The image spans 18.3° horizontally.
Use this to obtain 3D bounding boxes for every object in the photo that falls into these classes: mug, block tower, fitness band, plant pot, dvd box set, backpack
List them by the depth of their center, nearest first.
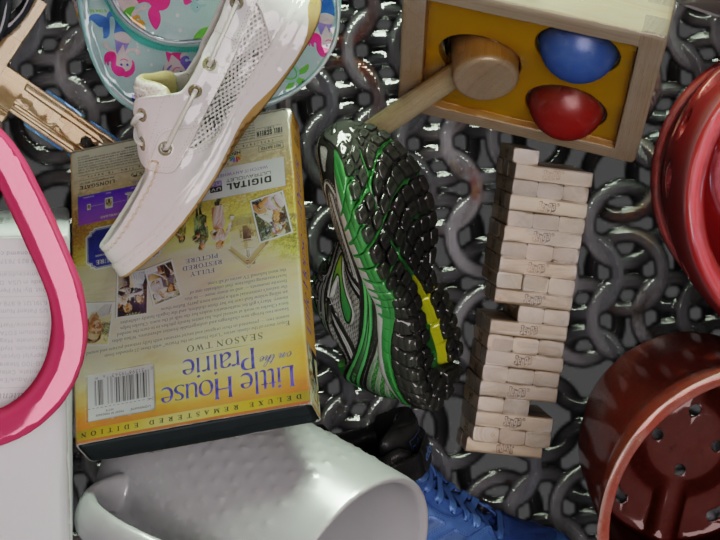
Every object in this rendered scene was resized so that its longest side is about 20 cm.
[{"bbox_3d":[-0.232,0.003,1.222,0.143,0.037,0.201,-25,99,-7],"label":"fitness band"},{"bbox_3d":[-0.101,0.007,1.335,0.145,0.029,0.201,-11,61,10],"label":"dvd box set"},{"bbox_3d":[-0.085,0.154,1.341,0.175,0.199,0.149,27,105,31],"label":"mug"},{"bbox_3d":[-0.096,-0.192,1.368,0.176,0.151,0.202,-7,102,-7],"label":"backpack"},{"bbox_3d":[0.284,-0.054,1.402,0.199,0.183,0.202,0,99,-1],"label":"plant pot"},{"bbox_3d":[0.227,0.132,1.409,0.199,0.195,0.203,-1,103,-6],"label":"plant pot"},{"bbox_3d":[0.107,0.021,1.459,0.057,0.054,0.202,6,96,-9],"label":"block tower"}]

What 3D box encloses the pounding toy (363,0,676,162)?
[{"bbox_3d":[0.085,-0.141,1.366,0.198,0.184,0.143,13,66,5],"label":"pounding toy"}]

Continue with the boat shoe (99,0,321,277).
[{"bbox_3d":[-0.103,-0.091,1.294,0.069,0.071,0.201,32,99,-15],"label":"boat shoe"}]

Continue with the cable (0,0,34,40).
[{"bbox_3d":[-0.274,-0.199,1.373,0.162,0.051,0.202,-7,79,-12],"label":"cable"}]

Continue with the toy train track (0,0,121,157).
[{"bbox_3d":[-0.203,-0.102,1.414,0.199,0.033,0.115,35,92,-8],"label":"toy train track"}]

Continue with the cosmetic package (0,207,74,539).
[{"bbox_3d":[-0.233,0.070,1.345,0.122,0.199,0.202,-2,95,-7],"label":"cosmetic package"}]

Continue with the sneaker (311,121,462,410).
[{"bbox_3d":[0.000,0.000,1.394,0.085,0.078,0.201,6,124,29],"label":"sneaker"}]

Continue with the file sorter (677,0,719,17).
[{"bbox_3d":[0.329,-0.203,1.424,0.198,0.139,0.126,18,90,-9],"label":"file sorter"}]

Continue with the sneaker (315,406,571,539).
[{"bbox_3d":[0.048,0.148,1.452,0.198,0.077,0.112,4,105,-1],"label":"sneaker"}]
